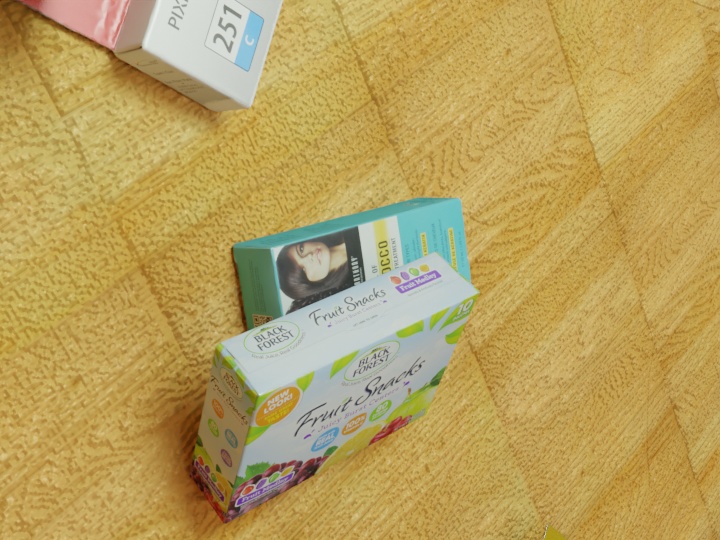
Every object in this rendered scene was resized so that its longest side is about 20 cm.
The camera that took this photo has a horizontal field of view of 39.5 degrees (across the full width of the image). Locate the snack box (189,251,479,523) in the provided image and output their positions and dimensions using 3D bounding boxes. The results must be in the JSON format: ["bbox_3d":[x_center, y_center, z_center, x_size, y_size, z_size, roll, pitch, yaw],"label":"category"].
[{"bbox_3d":[-0.018,0.080,0.710,0.199,0.053,0.143,-23,144,-36],"label":"snack box"}]

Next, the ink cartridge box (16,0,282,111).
[{"bbox_3d":[-0.121,-0.232,0.656,0.175,0.044,0.202,24,77,-41],"label":"ink cartridge box"}]

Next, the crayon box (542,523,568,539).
[{"bbox_3d":[0.152,0.347,0.933,0.127,0.050,0.201,43,66,-35],"label":"crayon box"}]

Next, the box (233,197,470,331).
[{"bbox_3d":[0.000,0.000,0.775,0.199,0.049,0.083,-18,104,-40],"label":"box"}]
